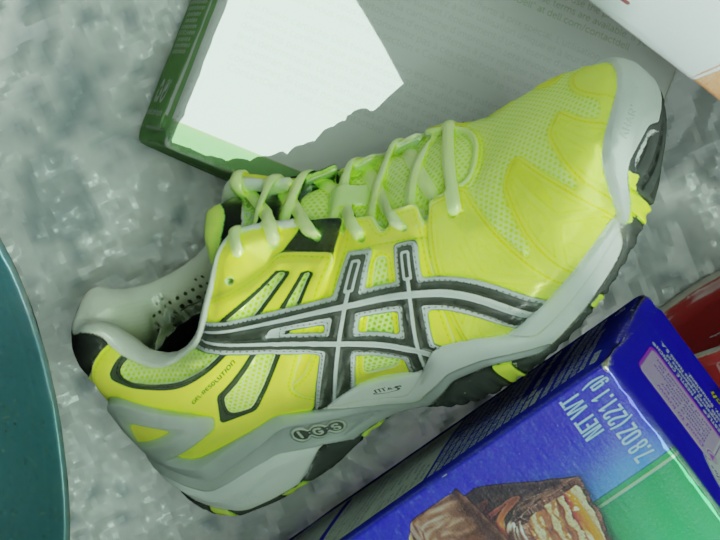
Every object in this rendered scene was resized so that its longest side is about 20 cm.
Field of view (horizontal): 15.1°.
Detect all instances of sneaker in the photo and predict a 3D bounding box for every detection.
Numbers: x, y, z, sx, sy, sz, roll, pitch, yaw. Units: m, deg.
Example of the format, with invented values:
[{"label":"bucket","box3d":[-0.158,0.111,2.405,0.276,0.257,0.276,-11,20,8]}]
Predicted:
[{"label":"sneaker","box3d":[0.000,0.000,0.775,0.200,0.076,0.076,-36,122,25]}]

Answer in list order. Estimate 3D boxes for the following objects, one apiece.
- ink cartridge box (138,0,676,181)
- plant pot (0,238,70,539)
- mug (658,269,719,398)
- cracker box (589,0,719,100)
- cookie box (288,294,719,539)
[{"label":"ink cartridge box","box3d":[0.036,-0.105,0.832,0.145,0.048,0.201,21,89,-16]},{"label":"plant pot","box3d":[-0.184,0.068,0.737,0.134,0.200,0.201,-6,99,21]},{"label":"mug","box3d":[0.155,0.101,0.837,0.177,0.133,0.200,-33,101,-34]},{"label":"cracker box","box3d":[0.089,-0.145,0.759,0.200,0.058,0.134,35,118,-15]},{"label":"cookie box","box3d":[0.049,0.136,0.789,0.200,0.075,0.171,-37,91,21]}]
